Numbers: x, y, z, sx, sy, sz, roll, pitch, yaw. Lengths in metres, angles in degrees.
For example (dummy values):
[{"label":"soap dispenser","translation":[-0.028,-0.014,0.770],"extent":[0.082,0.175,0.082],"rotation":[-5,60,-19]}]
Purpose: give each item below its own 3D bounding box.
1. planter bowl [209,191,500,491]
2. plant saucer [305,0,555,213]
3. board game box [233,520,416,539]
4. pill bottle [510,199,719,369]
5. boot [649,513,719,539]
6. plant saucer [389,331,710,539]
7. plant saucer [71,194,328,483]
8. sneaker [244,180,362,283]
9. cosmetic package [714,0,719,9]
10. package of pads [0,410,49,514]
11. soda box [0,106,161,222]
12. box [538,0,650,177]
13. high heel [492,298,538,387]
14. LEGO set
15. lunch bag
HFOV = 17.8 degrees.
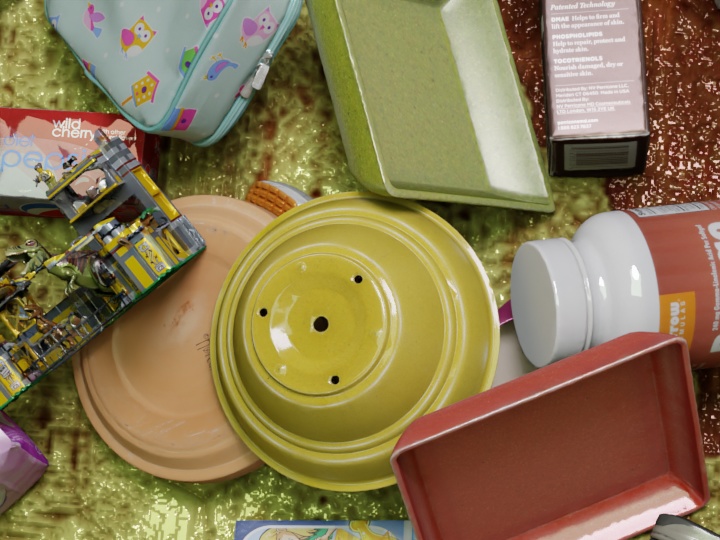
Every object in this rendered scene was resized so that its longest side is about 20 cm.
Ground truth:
[{"label":"planter bowl","translation":[-0.015,0.040,1.483],"extent":[0.200,0.083,0.201],"rotation":[-3,80,15]},{"label":"plant saucer","translation":[0.037,-0.130,1.585],"extent":[0.048,0.200,0.200],"rotation":[-24,73,34]},{"label":"board game box","translation":[-0.023,0.257,1.515],"extent":[0.135,0.034,0.200],"rotation":[-1,50,4]},{"label":"pill bottle","translation":[0.207,0.012,1.527],"extent":[0.200,0.112,0.112],"rotation":[-7,76,-16]},{"label":"boot","translation":[0.250,0.271,1.512],"extent":[0.204,0.073,0.154],"rotation":[30,83,17]},{"label":"plant saucer","translation":[0.123,0.125,1.500],"extent":[0.200,0.200,0.037],"rotation":[-22,50,-4]},{"label":"plant saucer","translation":[-0.114,0.046,1.582],"extent":[0.200,0.032,0.200],"rotation":[-4,81,25]},{"label":"sneaker","translation":[0.000,0.000,1.604],"extent":[0.200,0.092,0.076],"rotation":[38,120,30]},{"label":"cosmetic package","translation":[0.307,-0.305,1.575],"extent":[0.166,0.200,0.167],"rotation":[-14,76,2]},{"label":"package of pads","translation":[-0.313,0.169,1.559],"extent":[0.200,0.121,0.076],"rotation":[-43,77,-5]},{"label":"soda box","translation":[-0.247,-0.077,1.640],"extent":[0.200,0.063,0.070],"rotation":[4,78,5]},{"label":"box","translation":[0.161,-0.174,1.609],"extent":[0.075,0.100,0.200],"rotation":[-2,76,5]},{"label":"high heel","translation":[0.090,0.071,1.553],"extent":[0.200,0.096,0.067],"rotation":[-29,96,-1]},{"label":"LEGO set","translation":[-0.206,-0.007,1.530],"extent":[0.200,0.154,0.116],"rotation":[-38,92,24]},{"label":"lunch bag","translation":[-0.126,-0.191,1.596],"extent":[0.160,0.077,0.200],"rotation":[-56,49,17]}]
